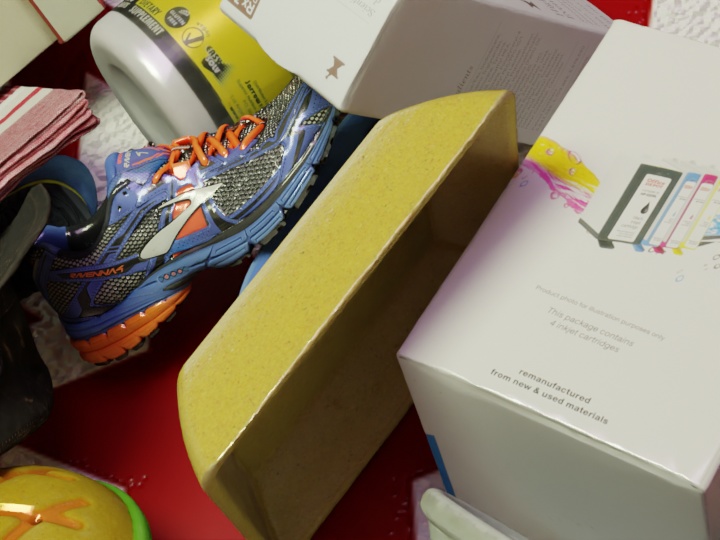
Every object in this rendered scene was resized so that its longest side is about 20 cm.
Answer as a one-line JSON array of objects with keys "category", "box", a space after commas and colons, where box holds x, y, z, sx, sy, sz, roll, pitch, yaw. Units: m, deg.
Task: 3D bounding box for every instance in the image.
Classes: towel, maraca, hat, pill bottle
[{"category": "towel", "box": [-0.236, -0.049, 0.963, 0.144, 0.023, 0.200, -44, 28, -22]}, {"category": "maraca", "box": [-0.148, 0.156, 0.788, 0.137, 0.107, 0.200, -37, 29, -5]}, {"category": "hat", "box": [-0.190, 0.054, 0.840, 0.200, 0.081, 0.201, -41, 14, 13]}, {"category": "pill bottle", "box": [-0.038, -0.143, 0.975, 0.200, 0.113, 0.112, -39, 56, -13]}]

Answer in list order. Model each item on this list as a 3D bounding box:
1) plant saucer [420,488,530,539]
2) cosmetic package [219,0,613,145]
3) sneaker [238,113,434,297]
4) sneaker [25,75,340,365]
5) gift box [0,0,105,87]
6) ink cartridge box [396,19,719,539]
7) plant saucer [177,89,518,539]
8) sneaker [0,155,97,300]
[{"category": "plant saucer", "box": [0.101, 0.155, 0.695, 0.200, 0.200, 0.050, 28, 86, 29]}, {"category": "cosmetic package", "box": [0.039, -0.121, 0.890, 0.102, 0.200, 0.074, 41, 112, 32]}, {"category": "sneaker", "box": [0.000, 0.000, 0.895, 0.078, 0.070, 0.200, 10, 59, 27]}, {"category": "sneaker", "box": [-0.088, -0.036, 0.889, 0.200, 0.078, 0.075, -41, 17, 13]}, {"category": "gift box", "box": [-0.273, -0.183, 1.002, 0.187, 0.185, 0.200, -41, 33, -12]}, {"category": "ink cartridge box", "box": [0.137, 0.021, 0.796, 0.144, 0.147, 0.200, 22, 64, 27]}, {"category": "plant saucer", "box": [-0.007, 0.024, 0.784, 0.048, 0.200, 0.200, 35, 77, 16]}, {"category": "sneaker", "box": [-0.230, 0.000, 0.969, 0.200, 0.066, 0.078, -29, 26, 2]}]
